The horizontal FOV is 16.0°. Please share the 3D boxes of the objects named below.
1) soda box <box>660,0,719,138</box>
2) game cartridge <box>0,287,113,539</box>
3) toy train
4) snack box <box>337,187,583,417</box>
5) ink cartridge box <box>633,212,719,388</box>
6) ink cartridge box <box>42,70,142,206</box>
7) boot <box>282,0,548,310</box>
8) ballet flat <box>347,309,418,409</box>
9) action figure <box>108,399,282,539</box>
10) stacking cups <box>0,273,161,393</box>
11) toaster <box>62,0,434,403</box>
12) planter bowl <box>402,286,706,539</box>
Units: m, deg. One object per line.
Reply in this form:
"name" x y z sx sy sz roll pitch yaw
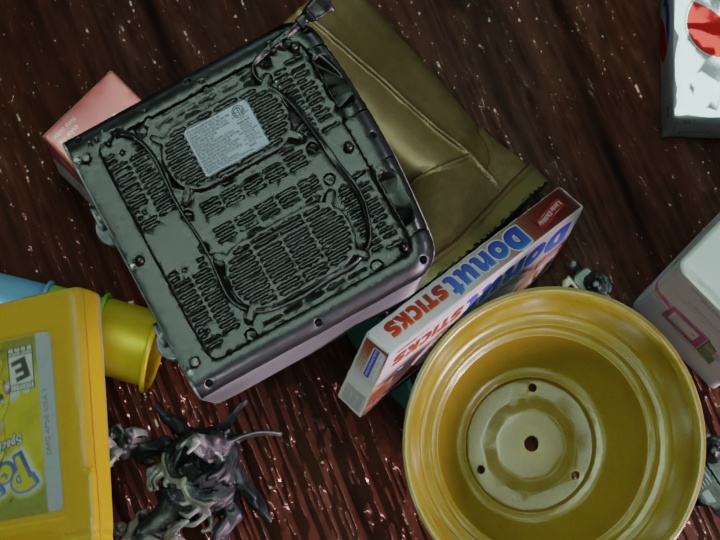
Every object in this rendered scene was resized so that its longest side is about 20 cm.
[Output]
"soda box" 0.240 -0.193 1.743 0.068 0.064 0.201 1 79 -1
"game cartridge" -0.240 0.124 1.639 0.175 0.032 0.201 -12 73 26
"toy train" 0.192 0.080 1.712 0.046 0.034 0.201 -35 83 6
"snack box" 0.066 0.019 1.654 0.024 0.072 0.200 42 52 16
"ink cartridge box" 0.263 -0.010 1.644 0.085 0.200 0.145 45 83 3
"ink cartridge box" -0.114 -0.028 1.683 0.200 0.117 0.067 45 83 7
"boot" 0.008 -0.082 1.698 0.200 0.066 0.175 44 43 5
"ballet flat" 0.000 0.000 1.709 0.071 0.071 0.200 -38 83 -7
"action figure" -0.138 0.158 1.659 0.119 0.102 0.200 41 83 18
"stacking cups" -0.229 0.027 1.708 0.199 0.061 0.061 16 80 7
"toaster" -0.059 -0.040 1.566 0.199 0.119 0.182 -29 83 -4
"planter bowl" 0.119 0.113 1.671 0.199 0.083 0.202 1 86 -9
